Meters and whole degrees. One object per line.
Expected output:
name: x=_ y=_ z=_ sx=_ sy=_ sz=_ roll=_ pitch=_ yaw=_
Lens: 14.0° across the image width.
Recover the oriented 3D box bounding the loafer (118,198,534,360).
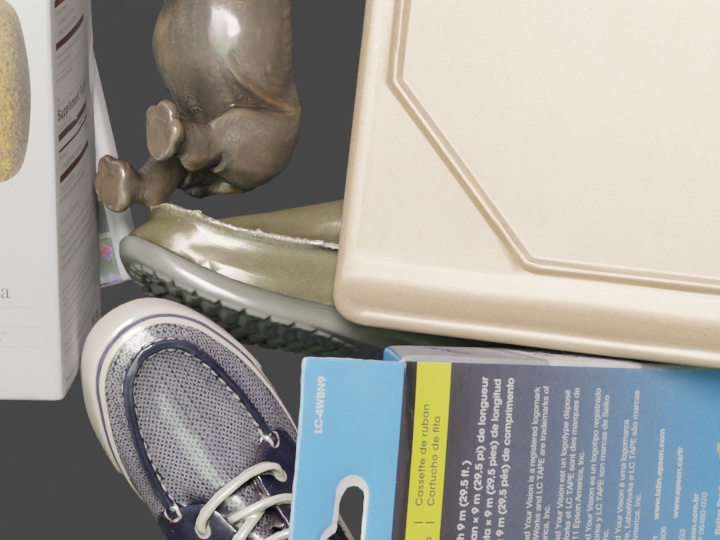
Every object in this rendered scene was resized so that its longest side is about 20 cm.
loafer: x=0.000 y=0.000 z=1.200 sx=0.199 sy=0.075 sz=0.070 roll=13 pitch=79 yaw=-13

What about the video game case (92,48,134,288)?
video game case: x=-0.200 y=-0.075 z=1.242 sx=0.181 sy=0.023 sz=0.201 roll=-12 pitch=93 yaw=7

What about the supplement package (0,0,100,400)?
supplement package: x=-0.166 y=-0.060 z=1.157 sx=0.113 sy=0.110 sz=0.201 roll=0 pitch=105 yaw=3

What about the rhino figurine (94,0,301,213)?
rhino figurine: x=-0.061 y=-0.124 z=1.196 sx=0.060 sy=0.087 sz=0.201 roll=6 pitch=96 yaw=44

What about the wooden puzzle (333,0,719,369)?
wooden puzzle: x=0.090 y=-0.068 z=1.145 sx=0.184 sy=0.037 sz=0.201 roll=7 pitch=86 yaw=9

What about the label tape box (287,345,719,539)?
label tape box: x=0.048 y=0.102 z=1.133 sx=0.199 sy=0.066 sz=0.144 roll=3 pitch=94 yaw=-28

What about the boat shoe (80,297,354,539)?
boat shoe: x=-0.036 y=0.102 z=1.168 sx=0.075 sy=0.093 sz=0.200 roll=-38 pitch=119 yaw=-8
